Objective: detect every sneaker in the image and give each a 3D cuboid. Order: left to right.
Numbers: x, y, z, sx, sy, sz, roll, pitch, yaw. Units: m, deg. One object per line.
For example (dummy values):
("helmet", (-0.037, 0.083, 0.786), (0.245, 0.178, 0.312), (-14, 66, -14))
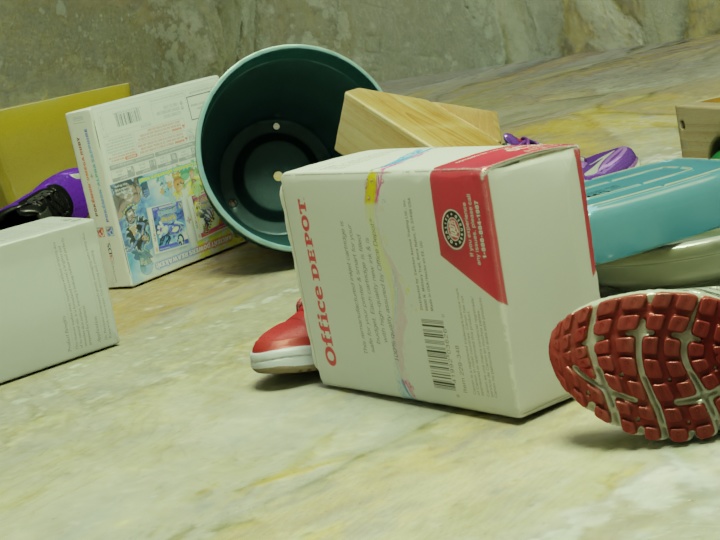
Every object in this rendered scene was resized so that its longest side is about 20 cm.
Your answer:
("sneaker", (-0.376, -0.060, 1.750), (0.200, 0.070, 0.099), (-38, 12, -30))
("sneaker", (0.000, 0.000, 1.057), (0.199, 0.113, 0.071), (-18, 13, -33))
("sneaker", (0.174, -0.097, 1.455), (0.199, 0.084, 0.081), (-9, 11, 2))
("sneaker", (0.199, 0.044, 0.784), (0.199, 0.078, 0.082), (0, 8, 4))

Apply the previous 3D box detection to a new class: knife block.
("knife block", (0.076, -0.087, 1.346), (0.199, 0.064, 0.176), (10, 31, -4))

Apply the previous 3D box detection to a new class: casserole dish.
("casserole dish", (0.186, -0.043, 1.035), (0.199, 0.039, 0.121), (-17, 12, -22))

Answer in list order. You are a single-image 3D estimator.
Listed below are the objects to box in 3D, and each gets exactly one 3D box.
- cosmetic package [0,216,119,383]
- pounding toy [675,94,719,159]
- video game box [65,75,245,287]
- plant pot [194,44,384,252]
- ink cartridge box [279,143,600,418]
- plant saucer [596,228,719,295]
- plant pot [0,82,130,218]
("cosmetic package", (-0.305, 0.032, 1.201), (0.199, 0.114, 0.081), (-16, 13, -36))
("pounding toy", (0.354, -0.116, 1.219), (0.199, 0.143, 0.184), (-14, 11, -15))
("video game box", (-0.204, -0.096, 1.556), (0.047, 0.183, 0.200), (-7, 11, 37))
("plant pot", (-0.075, -0.108, 1.510), (0.199, 0.201, 0.188), (-13, -3, -12))
("ink cartridge box", (0.049, 0.000, 0.923), (0.085, 0.149, 0.200), (-18, 14, -34))
("plant saucer", (0.228, -0.016, 1.082), (0.199, 0.051, 0.200), (-10, 12, 2))
("plant pot", (-0.399, -0.127, 1.901), (0.199, 0.178, 0.200), (-16, 10, -28))
